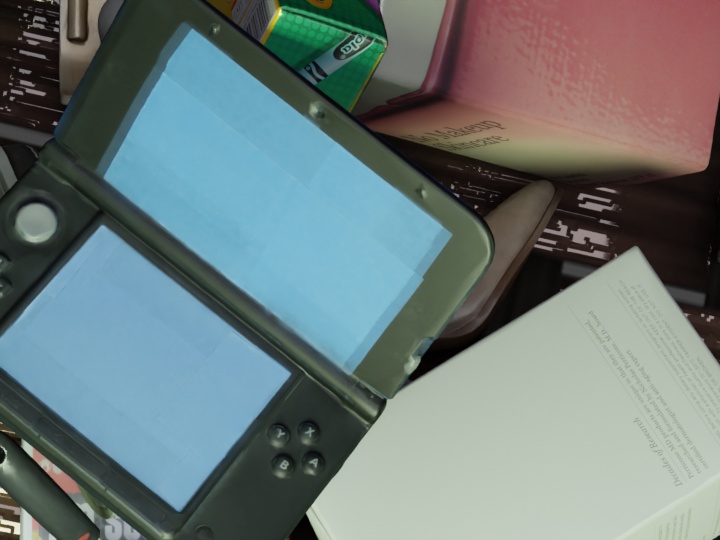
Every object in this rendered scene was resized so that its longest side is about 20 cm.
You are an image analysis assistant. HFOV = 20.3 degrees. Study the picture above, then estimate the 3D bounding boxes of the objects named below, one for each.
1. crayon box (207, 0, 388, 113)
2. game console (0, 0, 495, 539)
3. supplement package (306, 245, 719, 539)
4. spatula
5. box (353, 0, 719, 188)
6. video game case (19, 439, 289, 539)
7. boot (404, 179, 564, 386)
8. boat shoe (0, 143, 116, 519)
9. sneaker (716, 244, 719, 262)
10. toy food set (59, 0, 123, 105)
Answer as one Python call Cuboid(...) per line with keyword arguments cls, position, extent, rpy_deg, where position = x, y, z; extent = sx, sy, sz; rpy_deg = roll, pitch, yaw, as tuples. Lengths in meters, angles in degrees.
Cuboid(cls="crayon box", position=(-0.061, -0.075, 0.975), extent=(0.058, 0.119, 0.201), rpy_deg=(16, 126, -22))
Cuboid(cls="game console", position=(-0.074, 0.006, 0.876), extent=(0.199, 0.118, 0.171), rpy_deg=(37, 64, 4))
Cuboid(cls="supplement package", position=(0.081, 0.104, 0.973), extent=(0.199, 0.121, 0.120), rpy_deg=(-31, 68, -7))
Cuboid(cls="spatula", position=(-0.125, 0.139, 0.989), extent=(0.056, 0.021, 0.200), rpy_deg=(-36, 128, 3))
Cuboid(cls="box", position=(0.072, -0.119, 1.031), extent=(0.198, 0.128, 0.110), rpy_deg=(13, 83, -23))
Cuboid(cls="video game case", position=(-0.108, 0.175, 1.055), extent=(0.141, 0.017, 0.202), rpy_deg=(1, 86, -11))
Cuboid(cls="boot", position=(0.000, 0.000, 1.066), extent=(0.145, 0.070, 0.201), rpy_deg=(32, 69, 5))
Cuboid(cls="boat shoe", position=(-0.141, 0.024, 1.031), extent=(0.060, 0.072, 0.203), rpy_deg=(-17, 79, -27))
Cuboid(cls="sneaker", position=(0.300, -0.021, 1.116), extent=(0.198, 0.071, 0.081), rpy_deg=(13, 88, -8))
Cuboid(cls="toy food set", position=(-0.087, -0.183, 1.061), extent=(0.142, 0.060, 0.202), rpy_deg=(1, 87, -10))
